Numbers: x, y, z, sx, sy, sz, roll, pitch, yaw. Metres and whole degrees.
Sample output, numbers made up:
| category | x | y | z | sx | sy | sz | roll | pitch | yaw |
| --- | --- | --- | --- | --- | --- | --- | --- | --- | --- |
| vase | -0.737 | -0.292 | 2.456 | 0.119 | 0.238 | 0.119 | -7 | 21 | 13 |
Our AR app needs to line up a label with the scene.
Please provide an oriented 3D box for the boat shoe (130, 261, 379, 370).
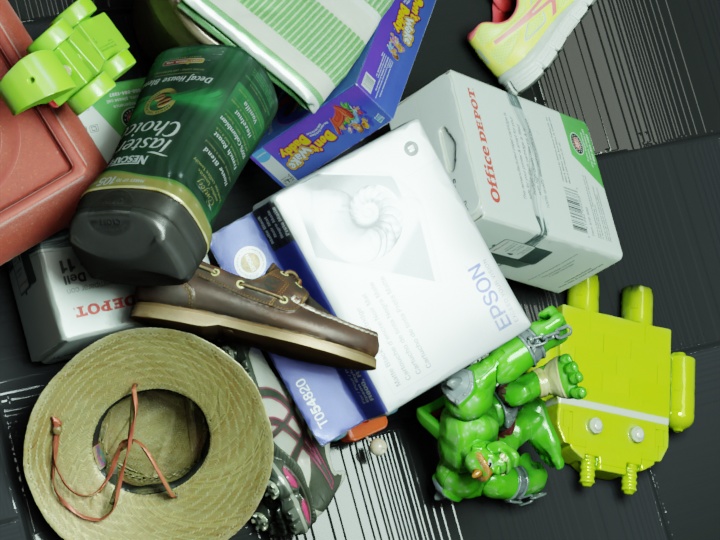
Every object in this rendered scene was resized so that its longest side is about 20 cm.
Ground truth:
| category | x | y | z | sx | sy | sz | roll | pitch | yaw |
| --- | --- | --- | --- | --- | --- | --- | --- | --- | --- |
| boat shoe | -0.077 | 0.027 | 1.580 | 0.198 | 0.070 | 0.071 | 15 | 75 | -7 |

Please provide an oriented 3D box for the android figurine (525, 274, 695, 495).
| category | x | y | z | sx | sy | sz | roll | pitch | yaw |
| --- | --- | --- | --- | --- | --- | --- | --- | --- | --- |
| android figurine | 0.228 | 0.105 | 1.868 | 0.181 | 0.041 | 0.202 | 15 | 68 | -23 |

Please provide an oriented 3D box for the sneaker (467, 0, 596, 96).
| category | x | y | z | sx | sy | sz | roll | pitch | yaw |
| --- | --- | --- | --- | --- | --- | --- | --- | --- | --- |
| sneaker | 0.170 | -0.261 | 1.924 | 0.090 | 0.078 | 0.201 | 38 | 60 | -5 |

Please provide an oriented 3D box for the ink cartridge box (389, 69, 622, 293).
| category | x | y | z | sx | sy | sz | roll | pitch | yaw |
| --- | --- | --- | --- | --- | --- | --- | --- | --- | --- |
| ink cartridge box | 0.127 | -0.076 | 1.792 | 0.199 | 0.083 | 0.148 | 16 | 54 | -45 |

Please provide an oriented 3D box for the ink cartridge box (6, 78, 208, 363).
| category | x | y | z | sx | sy | sz | roll | pitch | yaw |
| --- | --- | --- | --- | --- | --- | --- | --- | --- | --- |
| ink cartridge box | -0.214 | -0.041 | 1.647 | 0.146 | 0.083 | 0.202 | -13 | 82 | -29 |

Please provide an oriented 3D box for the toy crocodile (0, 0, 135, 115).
| category | x | y | z | sx | sy | sz | roll | pitch | yaw |
| --- | --- | --- | --- | --- | --- | --- | --- | --- | --- |
| toy crocodile | -0.223 | -0.160 | 1.567 | 0.068 | 0.062 | 0.200 | 51 | 17 | -11 |

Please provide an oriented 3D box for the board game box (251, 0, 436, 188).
| category | x | y | z | sx | sy | sz | roll | pitch | yaw |
| --- | --- | --- | --- | --- | --- | --- | --- | --- | --- |
| board game box | -0.010 | -0.175 | 1.722 | 0.045 | 0.134 | 0.201 | 42 | 42 | -22 |

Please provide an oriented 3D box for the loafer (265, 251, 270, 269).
| category | x | y | z | sx | sy | sz | roll | pitch | yaw |
| --- | --- | --- | --- | --- | --- | --- | --- | --- | --- |
| loafer | 0.000 | 0.000 | 1.696 | 0.198 | 0.071 | 0.074 | 6 | 77 | -27 |

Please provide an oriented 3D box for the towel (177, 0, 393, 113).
| category | x | y | z | sx | sy | sz | roll | pitch | yaw |
| --- | --- | --- | --- | --- | --- | --- | --- | --- | --- |
| towel | -0.045 | -0.243 | 1.637 | 0.152 | 0.023 | 0.201 | 37 | 61 | -14 |

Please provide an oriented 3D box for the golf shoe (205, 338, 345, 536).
| category | x | y | z | sx | sy | sz | roll | pitch | yaw |
| --- | --- | --- | --- | --- | --- | --- | --- | --- | --- |
| golf shoe | -0.077 | 0.119 | 1.674 | 0.088 | 0.077 | 0.202 | -36 | 117 | -38 |

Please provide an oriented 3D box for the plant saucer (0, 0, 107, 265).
| category | x | y | z | sx | sy | sz | roll | pitch | yaw |
| --- | --- | --- | --- | --- | --- | --- | --- | --- | --- |
| plant saucer | -0.315 | -0.098 | 1.554 | 0.199 | 0.037 | 0.201 | -31 | 86 | -14 |

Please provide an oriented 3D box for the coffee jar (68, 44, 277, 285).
| category | x | y | z | sx | sy | sz | roll | pitch | yaw |
| --- | --- | --- | --- | --- | --- | --- | --- | --- | --- |
| coffee jar | -0.144 | -0.079 | 1.557 | 0.086 | 0.103 | 0.201 | 62 | 39 | -41 |

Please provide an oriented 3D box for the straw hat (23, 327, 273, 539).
| category | x | y | z | sx | sy | sz | roll | pitch | yaw |
| --- | --- | --- | --- | --- | --- | --- | --- | --- | --- |
| straw hat | -0.165 | 0.131 | 1.623 | 0.199 | 0.085 | 0.203 | 0 | 99 | 2 |

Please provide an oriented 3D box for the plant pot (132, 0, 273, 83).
| category | x | y | z | sx | sy | sz | roll | pitch | yaw |
| --- | --- | --- | --- | --- | --- | --- | --- | --- | --- |
| plant pot | -0.111 | -0.234 | 1.712 | 0.199 | 0.174 | 0.202 | 8 | 71 | -25 |

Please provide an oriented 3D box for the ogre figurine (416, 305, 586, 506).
| category | x | y | z | sx | sy | sz | roll | pitch | yaw |
| --- | --- | --- | --- | --- | --- | --- | --- | --- | --- |
| ogre figurine | 0.118 | 0.131 | 1.733 | 0.119 | 0.201 | 0.099 | -19 | 64 | -24 |

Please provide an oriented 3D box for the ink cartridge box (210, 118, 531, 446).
| category | x | y | z | sx | sy | sz | roll | pitch | yaw |
| --- | --- | --- | --- | --- | --- | --- | --- | --- | --- |
| ink cartridge box | 0.007 | 0.009 | 1.640 | 0.199 | 0.041 | 0.201 | -30 | 92 | -14 |

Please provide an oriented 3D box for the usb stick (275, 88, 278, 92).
| category | x | y | z | sx | sy | sz | roll | pitch | yaw |
| --- | --- | --- | --- | --- | --- | --- | --- | --- | --- |
| usb stick | -0.090 | -0.130 | 1.766 | 0.199 | 0.033 | 0.056 | -11 | 75 | -34 |

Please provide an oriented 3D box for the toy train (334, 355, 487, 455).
| category | x | y | z | sx | sy | sz | roll | pitch | yaw |
| --- | --- | --- | --- | --- | --- | --- | --- | --- | --- |
| toy train | 0.027 | 0.065 | 1.771 | 0.199 | 0.056 | 0.151 | -27 | 94 | -30 |
